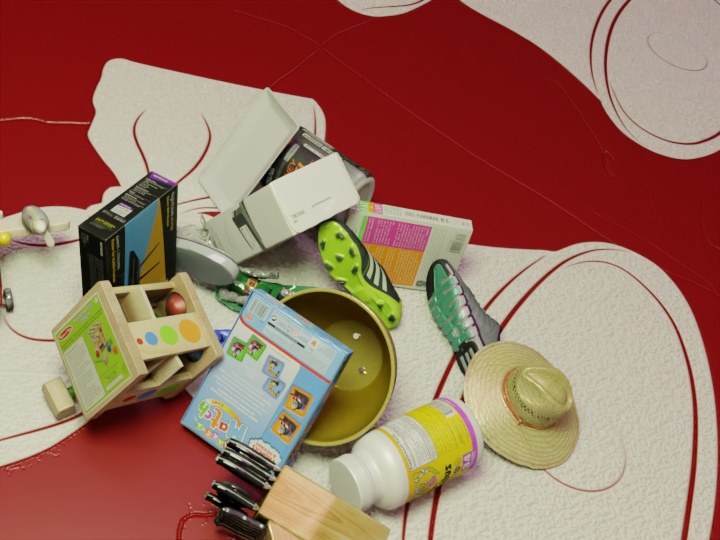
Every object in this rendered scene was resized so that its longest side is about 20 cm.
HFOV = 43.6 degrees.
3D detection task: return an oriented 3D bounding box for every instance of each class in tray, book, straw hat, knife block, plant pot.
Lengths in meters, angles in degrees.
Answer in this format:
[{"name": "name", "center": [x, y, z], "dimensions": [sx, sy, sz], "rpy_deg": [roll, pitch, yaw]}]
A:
[{"name": "tray", "center": [-0.179, -0.187, 1.463], "dimensions": [0.022, 0.200, 0.108], "rpy_deg": [13, 32, -55]}, {"name": "book", "center": [0.064, -0.037, 1.425], "dimensions": [0.197, 0.135, 0.048], "rpy_deg": [10, 40, -10]}, {"name": "straw hat", "center": [0.253, 0.176, 1.284], "dimensions": [0.198, 0.085, 0.204], "rpy_deg": [11, 60, -20]}, {"name": "knife block", "center": [-0.083, 0.279, 1.095], "dimensions": [0.197, 0.064, 0.178], "rpy_deg": [-9, 65, -25]}, {"name": "plant pot", "center": [-0.032, 0.123, 1.218], "dimensions": [0.199, 0.202, 0.142], "rpy_deg": [33, 10, 14]}]

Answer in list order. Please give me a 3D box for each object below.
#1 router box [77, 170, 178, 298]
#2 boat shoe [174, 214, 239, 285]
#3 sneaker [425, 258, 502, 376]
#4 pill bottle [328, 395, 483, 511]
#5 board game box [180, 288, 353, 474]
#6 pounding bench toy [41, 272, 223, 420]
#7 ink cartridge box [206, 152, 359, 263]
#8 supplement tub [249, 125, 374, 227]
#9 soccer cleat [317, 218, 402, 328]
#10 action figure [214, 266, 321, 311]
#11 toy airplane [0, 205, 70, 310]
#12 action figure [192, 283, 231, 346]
[{"name": "router box", "center": [-0.312, -0.013, 1.222], "dimensions": [0.051, 0.202, 0.149], "rpy_deg": [26, 44, 15]}, {"name": "boat shoe", "center": [-0.249, -0.043, 1.335], "dimensions": [0.200, 0.075, 0.087], "rpy_deg": [15, 55, 28]}, {"name": "sneaker", "center": [0.170, 0.074, 1.404], "dimensions": [0.087, 0.074, 0.202], "rpy_deg": [-4, 65, -37]}, {"name": "pill bottle", "center": [0.059, 0.244, 1.176], "dimensions": [0.198, 0.105, 0.105], "rpy_deg": [-18, 55, -32]}, {"name": "board game box", "center": [-0.121, 0.149, 1.151], "dimensions": [0.150, 0.202, 0.037], "rpy_deg": [32, 7, 13]}, {"name": "pounding bench toy", "center": [-0.297, 0.110, 1.154], "dimensions": [0.155, 0.199, 0.125], "rpy_deg": [-7, 65, -53]}, {"name": "ink cartridge box", "center": [-0.118, -0.090, 1.358], "dimensions": [0.144, 0.199, 0.085], "rpy_deg": [-31, 97, -39]}, {"name": "supplement tub", "center": [-0.084, -0.158, 1.498], "dimensions": [0.199, 0.123, 0.122], "rpy_deg": [35, 46, 16]}, {"name": "soccer cleat", "center": [0.000, 0.000, 1.367], "dimensions": [0.201, 0.067, 0.081], "rpy_deg": [56, 25, -21]}, {"name": "action figure", "center": [-0.142, 0.038, 1.343], "dimensions": [0.197, 0.055, 0.119], "rpy_deg": [20, 47, 6]}, {"name": "toy airplane", "center": [-0.527, -0.052, 1.226], "dimensions": [0.197, 0.142, 0.201], "rpy_deg": [24, 45, 5]}, {"name": "action figure", "center": [-0.193, 0.081, 1.252], "dimensions": [0.197, 0.100, 0.066], "rpy_deg": [8, 44, -8]}]
